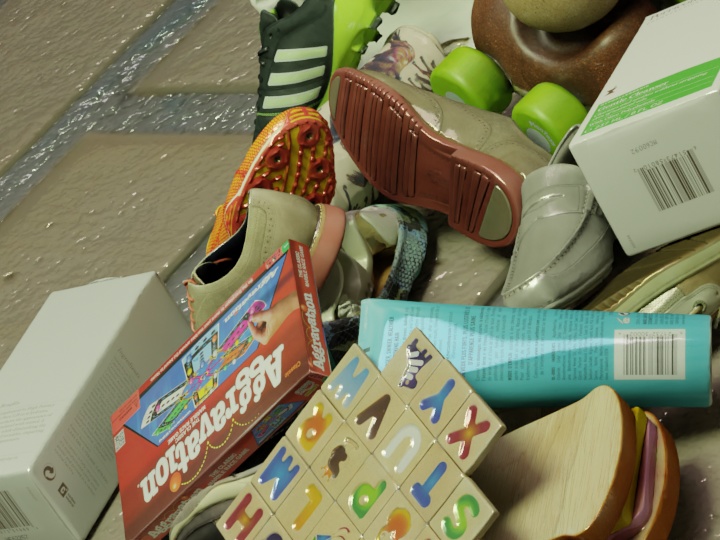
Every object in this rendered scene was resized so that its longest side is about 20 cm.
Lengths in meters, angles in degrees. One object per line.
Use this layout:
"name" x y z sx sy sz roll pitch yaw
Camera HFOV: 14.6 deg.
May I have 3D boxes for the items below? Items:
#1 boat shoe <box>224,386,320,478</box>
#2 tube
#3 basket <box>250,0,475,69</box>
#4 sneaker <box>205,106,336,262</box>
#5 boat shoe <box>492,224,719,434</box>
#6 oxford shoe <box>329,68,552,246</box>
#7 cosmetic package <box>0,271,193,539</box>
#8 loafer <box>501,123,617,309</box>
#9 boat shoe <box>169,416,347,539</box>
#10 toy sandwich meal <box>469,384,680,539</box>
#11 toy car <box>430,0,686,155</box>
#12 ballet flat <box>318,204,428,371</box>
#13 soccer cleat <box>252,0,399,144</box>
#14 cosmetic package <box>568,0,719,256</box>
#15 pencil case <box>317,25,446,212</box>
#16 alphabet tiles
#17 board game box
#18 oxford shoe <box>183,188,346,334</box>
"boat shoe" -0.007 0.090 1.687 0.200 0.071 0.072 -25 30 20
"tube" 0.095 0.048 1.557 0.200 0.050 0.078 1 47 7
"basket" 0.028 -0.248 2.049 0.198 0.200 0.161 -17 30 27
"sneaker" -0.070 -0.034 1.835 0.073 0.200 0.077 0 44 -26
"boat shoe" 0.163 0.037 1.623 0.201 0.063 0.073 -33 6 -14
"oxford shoe" 0.059 -0.080 1.849 0.075 0.071 0.200 -21 45 -36
"cosmetic package" -0.197 0.096 1.878 0.102 0.074 0.200 -10 34 36
"loafer" 0.120 -0.028 1.700 0.070 0.070 0.200 -30 12 26
"boat shoe" -0.042 0.147 1.618 0.074 0.073 0.200 -6 -21 -40
"toy sandwich meal" 0.077 0.144 1.510 0.205 0.070 0.205 -26 31 17
"toy car" 0.122 -0.203 1.856 0.158 0.200 0.164 28 65 41
"ballet flat" 0.000 0.000 1.827 0.074 0.074 0.200 -22 30 21
"soccer cleat" -0.045 -0.144 2.011 0.200 0.081 0.068 -60 -10 31
"cosmetic package" 0.212 -0.100 1.706 0.107 0.085 0.200 -21 19 28
"pencil case" -0.009 -0.077 1.947 0.078 0.090 0.200 33 65 21
"alphabet tiles" -0.006 0.134 1.508 0.200 0.006 0.166 -53 41 11
"board game box" -0.089 0.079 1.728 0.200 0.019 0.103 -44 42 34
"oxford shoe" -0.085 0.026 1.793 0.200 0.075 0.070 -59 19 26
